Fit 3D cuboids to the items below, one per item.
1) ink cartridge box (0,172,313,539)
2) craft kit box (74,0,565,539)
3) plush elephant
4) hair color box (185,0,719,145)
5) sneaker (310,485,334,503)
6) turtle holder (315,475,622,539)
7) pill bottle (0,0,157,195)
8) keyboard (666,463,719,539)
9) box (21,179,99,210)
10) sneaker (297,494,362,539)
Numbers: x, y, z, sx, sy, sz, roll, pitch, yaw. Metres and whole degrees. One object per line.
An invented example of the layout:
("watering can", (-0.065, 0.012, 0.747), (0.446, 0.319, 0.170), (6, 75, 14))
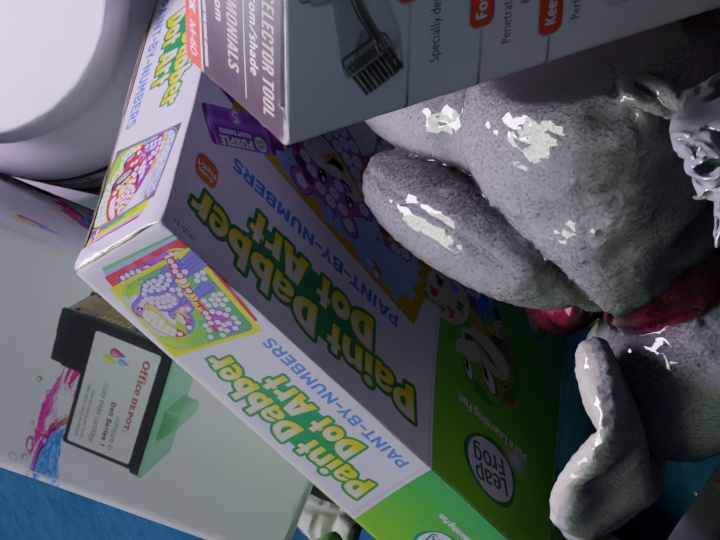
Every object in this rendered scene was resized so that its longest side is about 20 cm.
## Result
("ink cartridge box", (-0.118, 0.020, 0.937), (0.084, 0.199, 0.145), (-66, 24, 5))
("craft kit box", (-0.002, -0.014, 0.903), (0.048, 0.198, 0.200), (-27, 124, 32))
("plush elephant", (0.093, -0.010, 0.830), (0.200, 0.164, 0.156), (46, 157, 57))
("hair color box", (0.047, -0.122, 0.743), (0.064, 0.199, 0.112), (41, 140, 44))
("sneaker", (0.000, 0.000, 1.022), (0.087, 0.073, 0.201), (116, 166, -47))
("turtle holder", (0.048, 0.165, 1.041), (0.132, 0.140, 0.186), (57, 145, 18))
("pill bottle", (-0.107, -0.090, 0.983), (0.117, 0.115, 0.200), (67, -169, 8))
("keyboard", (0.170, 0.091, 0.811), (0.126, 0.021, 0.200), (22, 149, 1))
("box", (-0.150, -0.123, 1.198), (0.199, 0.170, 0.201), (-15, 93, 63))
("sneaker", (-0.025, 0.041, 1.100), (0.200, 0.079, 0.078), (-85, 17, -65))
